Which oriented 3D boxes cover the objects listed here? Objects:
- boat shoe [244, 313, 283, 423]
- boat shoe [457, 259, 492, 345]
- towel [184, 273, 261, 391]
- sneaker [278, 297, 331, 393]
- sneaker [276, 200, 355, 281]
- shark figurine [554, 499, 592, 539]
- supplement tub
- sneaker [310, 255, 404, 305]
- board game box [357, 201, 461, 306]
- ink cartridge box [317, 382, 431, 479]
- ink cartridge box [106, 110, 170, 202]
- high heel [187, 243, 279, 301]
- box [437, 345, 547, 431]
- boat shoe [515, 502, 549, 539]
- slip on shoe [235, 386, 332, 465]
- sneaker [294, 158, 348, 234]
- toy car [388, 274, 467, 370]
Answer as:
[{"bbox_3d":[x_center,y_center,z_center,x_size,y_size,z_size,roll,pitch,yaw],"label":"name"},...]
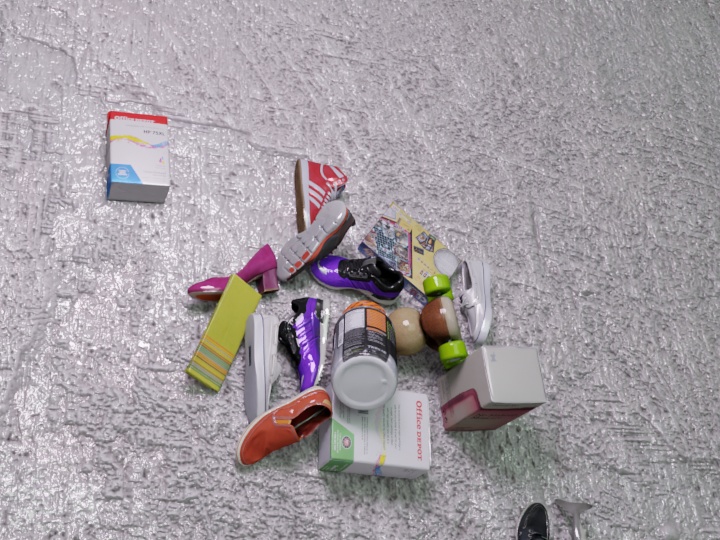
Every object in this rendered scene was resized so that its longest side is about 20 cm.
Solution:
[{"bbox_3d":[-0.175,0.181,1.542,0.064,0.072,0.205,5,70,-27],"label":"boat shoe"},{"bbox_3d":[0.239,0.066,1.797,0.064,0.074,0.203,13,50,-11],"label":"boat shoe"},{"bbox_3d":[-0.249,0.114,1.540,0.086,0.018,0.203,44,60,-42],"label":"towel"},{"bbox_3d":[-0.114,0.142,1.595,0.097,0.070,0.204,10,59,-8],"label":"sneaker"},{"bbox_3d":[-0.082,-0.044,1.665,0.082,0.200,0.078,34,17,-48],"label":"sneaker"},{"bbox_3d":[0.416,0.555,1.621,0.127,0.088,0.219,3,67,-60],"label":"shark figurine"},{"bbox_3d":[0.007,0.148,1.541,0.120,0.124,0.201,23,26,-11],"label":"supplement tub"},{"bbox_3d":[0.000,0.000,1.697,0.196,0.100,0.071,16,59,-12],"label":"sneaker"},{"bbox_3d":[0.106,-0.034,1.803,0.199,0.035,0.136,40,56,-1],"label":"board game box"},{"bbox_3d":[0.025,0.300,1.568,0.196,0.084,0.148,10,61,-18],"label":"ink cartridge box"},{"bbox_3d":[-0.437,-0.239,1.648,0.114,0.067,0.204,2,64,-23],"label":"ink cartridge box"},{"bbox_3d":[-0.247,0.002,1.609,0.197,0.067,0.098,-4,76,-41],"label":"high heel"},{"bbox_3d":[0.251,0.232,1.632,0.125,0.200,0.111,3,64,-22],"label":"box"},{"bbox_3d":[0.329,0.531,1.596,0.074,0.066,0.201,32,57,-5],"label":"boat shoe"},{"bbox_3d":[-0.134,0.280,1.489,0.198,0.061,0.075,-31,123,-12],"label":"slip on shoe"},{"bbox_3d":[-0.078,-0.141,1.754,0.110,0.071,0.204,5,61,-18],"label":"sneaker"},{"bbox_3d":[0.102,0.123,1.676,0.196,0.158,0.168,-15,72,6],"label":"toy car"}]
